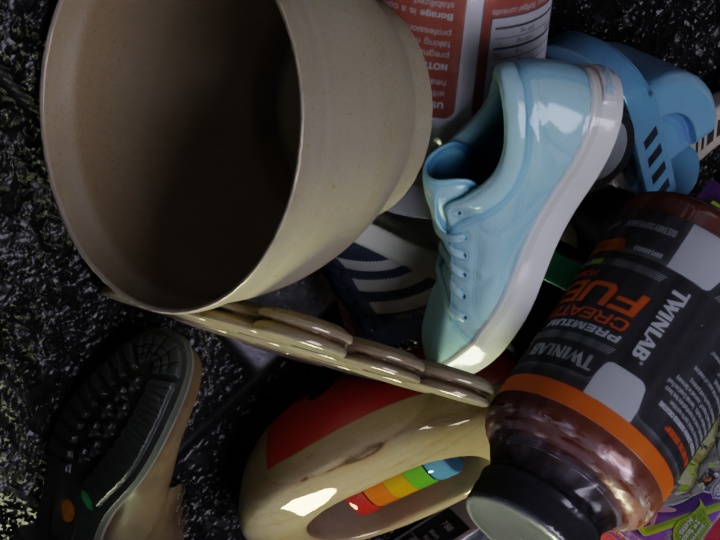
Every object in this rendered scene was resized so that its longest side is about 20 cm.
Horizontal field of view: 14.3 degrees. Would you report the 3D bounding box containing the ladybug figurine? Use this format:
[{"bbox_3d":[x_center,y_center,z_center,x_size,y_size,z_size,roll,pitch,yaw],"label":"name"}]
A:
[{"bbox_3d":[0.017,0.096,1.637,0.200,0.072,0.136,-24,157,14],"label":"ladybug figurine"}]

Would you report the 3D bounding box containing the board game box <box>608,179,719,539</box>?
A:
[{"bbox_3d":[0.183,0.058,1.591,0.200,0.120,0.032,-49,168,-21],"label":"board game box"}]

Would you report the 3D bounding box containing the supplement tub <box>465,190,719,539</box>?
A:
[{"bbox_3d":[0.136,0.062,1.513,0.200,0.107,0.107,-55,133,-22],"label":"supplement tub"}]

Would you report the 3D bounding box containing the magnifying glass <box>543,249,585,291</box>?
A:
[{"bbox_3d":[0.118,0.002,1.649,0.022,0.079,0.200,-63,161,4],"label":"magnifying glass"}]

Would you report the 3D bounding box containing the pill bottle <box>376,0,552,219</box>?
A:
[{"bbox_3d":[0.045,-0.135,1.535,0.112,0.112,0.200,-9,120,-29],"label":"pill bottle"}]

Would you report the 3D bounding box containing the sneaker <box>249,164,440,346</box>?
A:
[{"bbox_3d":[0.000,0.000,1.609,0.200,0.075,0.085,26,112,-33],"label":"sneaker"}]

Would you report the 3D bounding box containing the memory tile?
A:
[{"bbox_3d":[-0.034,0.035,1.525,0.153,0.200,0.017,21,84,-37],"label":"memory tile"}]

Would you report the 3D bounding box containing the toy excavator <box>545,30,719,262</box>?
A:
[{"bbox_3d":[0.177,-0.076,1.673,0.200,0.100,0.195,-36,131,-22],"label":"toy excavator"}]

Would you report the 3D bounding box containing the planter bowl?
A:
[{"bbox_3d":[-0.050,-0.082,1.460,0.135,0.200,0.201,-4,118,-45],"label":"planter bowl"}]

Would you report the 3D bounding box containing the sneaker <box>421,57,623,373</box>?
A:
[{"bbox_3d":[0.060,-0.033,1.501,0.082,0.074,0.200,12,122,-21],"label":"sneaker"}]

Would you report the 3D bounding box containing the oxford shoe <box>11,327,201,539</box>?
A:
[{"bbox_3d":[-0.130,0.118,1.596,0.084,0.073,0.200,5,120,-44],"label":"oxford shoe"}]

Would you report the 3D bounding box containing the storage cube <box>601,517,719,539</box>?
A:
[{"bbox_3d":[0.206,0.107,1.685,0.200,0.180,0.171,-26,163,-20],"label":"storage cube"}]

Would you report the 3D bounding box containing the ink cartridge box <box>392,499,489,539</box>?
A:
[{"bbox_3d":[0.070,0.189,1.778,0.200,0.039,0.100,-33,127,-15],"label":"ink cartridge box"}]
